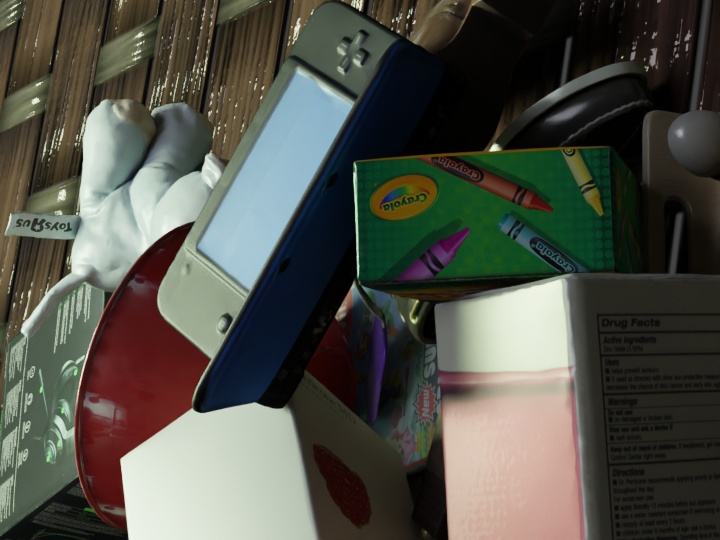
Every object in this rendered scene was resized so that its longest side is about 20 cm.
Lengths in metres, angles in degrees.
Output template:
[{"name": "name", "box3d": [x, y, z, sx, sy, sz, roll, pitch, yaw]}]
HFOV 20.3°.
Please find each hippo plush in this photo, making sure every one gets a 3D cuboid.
[{"name": "hippo plush", "box3d": [-0.126, -0.051, 1.411, 0.160, 0.199, 0.161, -10, 89, 50]}]

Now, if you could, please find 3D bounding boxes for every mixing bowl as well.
[{"name": "mixing bowl", "box3d": [-0.072, 0.080, 1.228, 0.108, 0.200, 0.202, 17, 91, 28]}]

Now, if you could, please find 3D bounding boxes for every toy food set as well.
[{"name": "toy food set", "box3d": [0.202, -0.044, 0.933, 0.200, 0.060, 0.145, -30, 50, 53]}]

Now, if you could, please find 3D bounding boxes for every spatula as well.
[{"name": "spatula", "box3d": [0.000, 0.000, 1.186, 0.057, 0.020, 0.202, -99, 0, -61]}]

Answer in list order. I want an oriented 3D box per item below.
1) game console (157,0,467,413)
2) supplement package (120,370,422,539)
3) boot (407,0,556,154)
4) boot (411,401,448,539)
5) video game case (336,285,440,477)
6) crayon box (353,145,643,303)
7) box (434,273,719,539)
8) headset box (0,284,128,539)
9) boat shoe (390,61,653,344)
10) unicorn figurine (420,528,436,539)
[{"name": "game console", "box3d": [-0.045, -0.041, 1.015, 0.170, 0.118, 0.201, 36, 98, 43]}, {"name": "supplement package", "box3d": [-0.038, 0.165, 1.056, 0.119, 0.121, 0.201, -35, 38, 16]}, {"name": "boot", "box3d": [0.032, -0.099, 1.181, 0.187, 0.064, 0.200, -51, 10, -14]}, {"name": "boot", "box3d": [0.105, 0.095, 1.042, 0.199, 0.070, 0.147, 30, 91, 48]}, {"name": "video game case", "box3d": [0.035, 0.053, 1.229, 0.200, 0.017, 0.145, -30, 52, 53]}, {"name": "crayon box", "box3d": [0.075, -0.019, 0.979, 0.200, 0.117, 0.059, 16, -108, -77]}, {"name": "box", "box3d": [0.116, 0.107, 0.900, 0.109, 0.127, 0.202, -13, 78, 57]}, {"name": "headset box", "box3d": [-0.197, 0.105, 1.541, 0.200, 0.092, 0.176, -38, 44, 47]}, {"name": "boat shoe", "box3d": [0.092, -0.035, 1.115, 0.201, 0.071, 0.061, -41, 58, 30]}, {"name": "unicorn figurine", "box3d": [0.036, 0.215, 1.108, 0.200, 0.073, 0.139, -126, 54, -75]}]
